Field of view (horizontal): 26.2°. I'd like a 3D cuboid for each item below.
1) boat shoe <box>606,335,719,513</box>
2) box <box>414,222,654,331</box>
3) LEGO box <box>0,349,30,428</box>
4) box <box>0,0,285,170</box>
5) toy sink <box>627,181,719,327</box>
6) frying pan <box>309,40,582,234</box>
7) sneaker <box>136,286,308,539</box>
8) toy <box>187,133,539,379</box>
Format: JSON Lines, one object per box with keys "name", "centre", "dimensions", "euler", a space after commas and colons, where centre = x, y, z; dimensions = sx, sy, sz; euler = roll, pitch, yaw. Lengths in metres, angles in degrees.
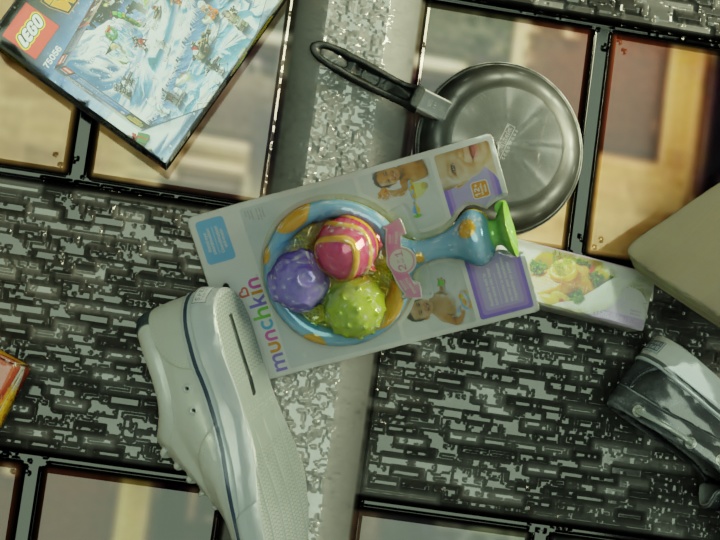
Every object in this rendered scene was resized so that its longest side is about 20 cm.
{"name": "boat shoe", "centre": [0.246, 0.131, 0.992], "dimensions": [0.200, 0.072, 0.068], "euler": [41, 81, 1]}
{"name": "box", "centre": [0.090, -0.002, 1.001], "dimensions": [0.198, 0.041, 0.039], "euler": [14, 84, -4]}
{"name": "LEGO box", "centre": [-0.323, 0.079, 0.931], "dimensions": [0.199, 0.077, 0.150], "euler": [28, 84, -4]}
{"name": "box", "centre": [-0.123, -0.186, 0.991], "dimensions": [0.136, 0.040, 0.201], "euler": [36, 83, -4]}
{"name": "toy sink", "centre": [0.291, -0.001, 0.963], "dimensions": [0.199, 0.130, 0.113], "euler": [-33, 119, -9]}
{"name": "frying pan", "centre": [0.069, -0.110, 1.015], "dimensions": [0.115, 0.031, 0.190], "euler": [-40, 94, -9]}
{"name": "sneaker", "centre": [-0.086, 0.110, 0.967], "dimensions": [0.070, 0.073, 0.202], "euler": [-12, 94, 26]}
{"name": "toy", "centre": [0.000, 0.000, 0.949], "dimensions": [0.198, 0.047, 0.116], "euler": [-16, 102, 8]}
